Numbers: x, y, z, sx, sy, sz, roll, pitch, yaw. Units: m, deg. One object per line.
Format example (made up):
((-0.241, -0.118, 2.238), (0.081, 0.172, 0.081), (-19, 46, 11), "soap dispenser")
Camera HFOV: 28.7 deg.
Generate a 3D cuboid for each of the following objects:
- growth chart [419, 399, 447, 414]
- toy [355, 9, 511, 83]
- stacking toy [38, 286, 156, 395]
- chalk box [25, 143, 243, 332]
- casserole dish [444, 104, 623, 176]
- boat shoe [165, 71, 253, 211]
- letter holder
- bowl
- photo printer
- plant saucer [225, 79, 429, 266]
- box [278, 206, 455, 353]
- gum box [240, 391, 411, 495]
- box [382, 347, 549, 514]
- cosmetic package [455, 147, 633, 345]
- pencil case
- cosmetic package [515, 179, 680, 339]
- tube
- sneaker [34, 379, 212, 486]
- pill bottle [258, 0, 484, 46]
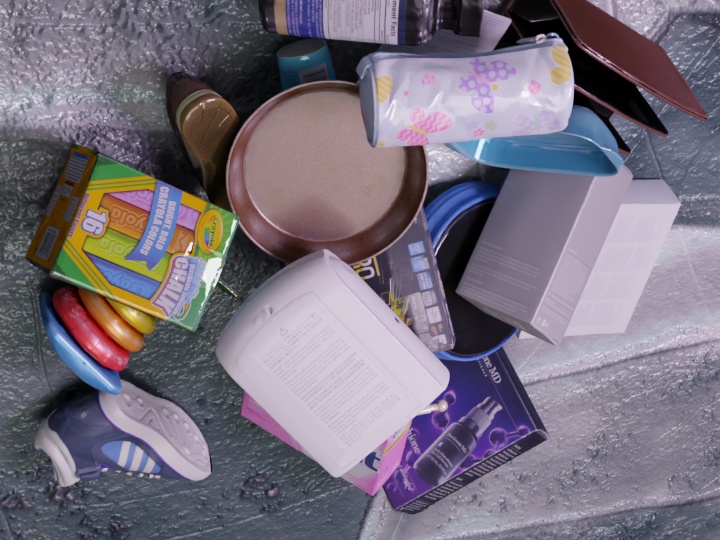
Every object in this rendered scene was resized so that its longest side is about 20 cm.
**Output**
((-0.008, 0.092, 1.540), (0.143, 0.201, 0.018), (-13, 142, -20), "growth chart")
((0.048, -0.199, 1.400), (0.114, 0.048, 0.201), (9, 131, -32), "toy")
((-0.232, 0.018, 1.464), (0.200, 0.110, 0.116), (-42, 117, 3), "stacking toy")
((-0.201, -0.024, 1.363), (0.198, 0.125, 0.125), (23, 88, -26), "chalk box")
((0.172, -0.136, 1.410), (0.198, 0.039, 0.121), (7, 166, 31), "casserole dish")
((-0.141, -0.128, 1.383), (0.073, 0.065, 0.201), (-29, 152, -8), "boat shoe")
((0.235, -0.188, 1.411), (0.198, 0.143, 0.101), (22, 120, -34), "letter holder")
((0.124, 0.005, 1.548), (0.199, 0.039, 0.204), (-15, 114, -36), "bowl")
((-0.034, 0.088, 1.402), (0.166, 0.070, 0.200), (-41, 108, 14), "photo printer")
((-0.033, -0.096, 1.365), (0.197, 0.035, 0.203), (-3, 120, -5), "plant saucer")
((0.000, 0.000, 1.463), (0.159, 0.049, 0.203), (-13, 96, 8), "box")
((-0.041, 0.149, 1.588), (0.066, 0.198, 0.115), (-41, 153, -46), "gum box")
((0.101, 0.177, 1.663), (0.198, 0.149, 0.104), (-31, 162, 8), "box")
((0.195, -0.039, 1.488), (0.090, 0.106, 0.202), (33, 83, -54), "cosmetic package")
((0.096, -0.162, 1.281), (0.197, 0.084, 0.091), (-7, 135, -6), "pencil case")
((0.268, -0.012, 1.639), (0.149, 0.052, 0.202), (-3, 131, -24), "cosmetic package")
((-0.037, -0.125, 1.389), (0.076, 0.051, 0.203), (-5, 116, 13), "tube")
((-0.282, 0.208, 1.625), (0.145, 0.081, 0.200), (-29, 137, 18), "sneaker")
((0.013, -0.259, 1.248), (0.197, 0.113, 0.113), (5, 132, 3), "pill bottle")
